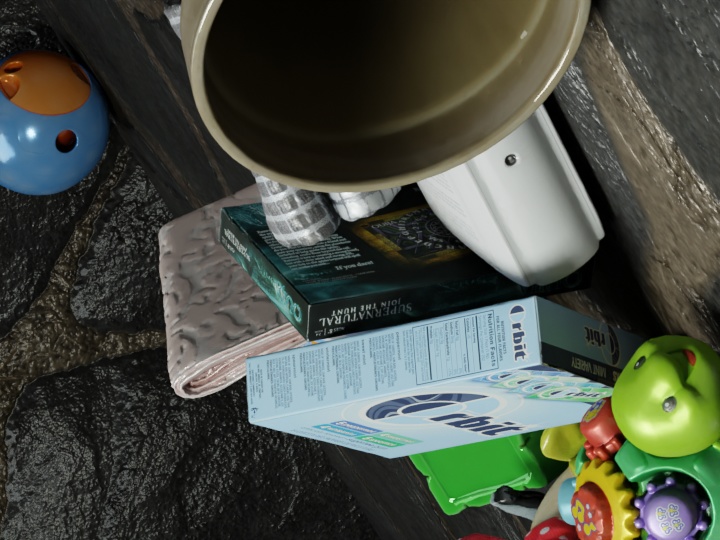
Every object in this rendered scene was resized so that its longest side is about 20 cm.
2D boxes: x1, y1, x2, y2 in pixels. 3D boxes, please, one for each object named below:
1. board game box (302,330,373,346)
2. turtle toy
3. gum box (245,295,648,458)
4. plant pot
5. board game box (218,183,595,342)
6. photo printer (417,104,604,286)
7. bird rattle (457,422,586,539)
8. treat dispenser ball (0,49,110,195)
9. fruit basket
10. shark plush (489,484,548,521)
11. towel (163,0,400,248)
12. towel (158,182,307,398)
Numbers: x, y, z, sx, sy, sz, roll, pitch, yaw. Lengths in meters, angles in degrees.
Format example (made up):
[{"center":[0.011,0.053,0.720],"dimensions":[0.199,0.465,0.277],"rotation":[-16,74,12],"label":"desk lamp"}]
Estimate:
[{"center":[0.000,0.000,1.659],"dimensions":[0.200,0.151,0.037],"rotation":[14,142,50],"label":"board game box"},{"center":[0.176,0.116,1.388],"dimensions":[0.146,0.101,0.200],"rotation":[57,146,40],"label":"turtle toy"},{"center":[0.059,0.068,1.471],"dimensions":[0.170,0.199,0.045],"rotation":[20,-118,-56],"label":"gum box"},{"center":[-0.005,-0.170,1.202],"dimensions":[0.200,0.199,0.174],"rotation":[66,-176,-50],"label":"plant pot"},{"center":[0.028,-0.014,1.514],"dimensions":[0.135,0.199,0.028],"rotation":[46,138,51],"label":"board game box"},{"center":[0.054,-0.102,1.424],"dimensions":[0.200,0.069,0.166],"rotation":[60,172,-26],"label":"photo printer"},{"center":[0.148,0.156,1.532],"dimensions":[0.163,0.200,0.113],"rotation":[-2,127,51],"label":"bird rattle"},{"center":[-0.446,-0.205,3.332],"dimensions":[0.201,0.201,0.201],"rotation":[53,171,12],"label":"treat dispenser ball"},{"center":[0.083,0.053,1.753],"dimensions":[0.215,0.155,0.216],"rotation":[32,-133,-43],"label":"fruit basket"},{"center":[0.173,0.199,1.680],"dimensions":[0.200,0.083,0.091],"rotation":[28,-171,-46],"label":"shark plush"},{"center":[-0.048,-0.111,1.446],"dimensions":[0.166,0.085,0.200],"rotation":[63,-174,-11],"label":"towel"},{"center":[-0.046,-0.007,1.634],"dimensions":[0.200,0.191,0.032],"rotation":[-103,-12,-59],"label":"towel"}]
